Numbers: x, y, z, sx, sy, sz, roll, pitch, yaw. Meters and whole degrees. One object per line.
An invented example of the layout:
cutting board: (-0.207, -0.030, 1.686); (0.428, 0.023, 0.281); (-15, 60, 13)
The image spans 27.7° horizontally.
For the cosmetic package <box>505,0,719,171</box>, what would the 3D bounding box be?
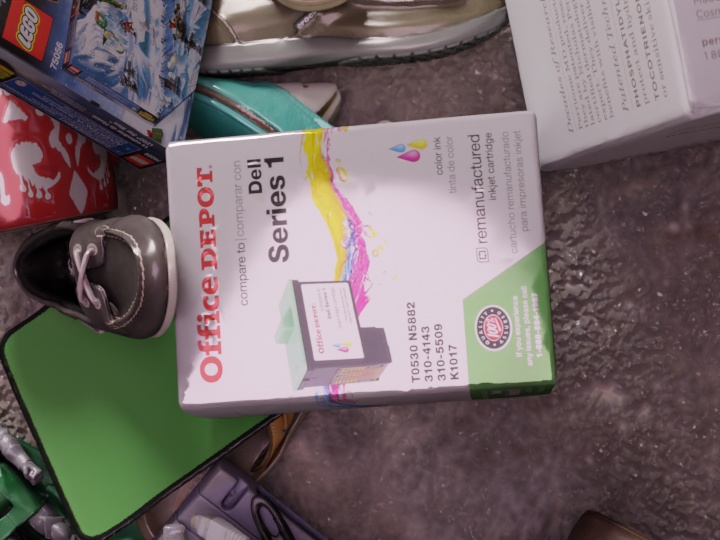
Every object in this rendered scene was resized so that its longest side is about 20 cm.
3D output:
cosmetic package: (0.185, -0.158, 0.762); (0.166, 0.200, 0.168); (-12, 89, -13)

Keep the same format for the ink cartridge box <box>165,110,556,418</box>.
ink cartridge box: (0.000, 0.000, 0.788); (0.198, 0.084, 0.146); (-4, 82, 4)

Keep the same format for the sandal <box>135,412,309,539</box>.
sandal: (-0.075, 0.084, 0.878); (0.080, 0.054, 0.201); (28, 88, 4)

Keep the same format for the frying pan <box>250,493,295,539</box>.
frying pan: (0.000, 0.219, 0.845); (0.114, 0.031, 0.192); (-5, 103, -5)

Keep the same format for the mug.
mug: (-0.193, -0.127, 0.854); (0.176, 0.133, 0.202); (-10, 93, 7)

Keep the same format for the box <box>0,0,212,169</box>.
box: (-0.142, -0.176, 0.812); (0.040, 0.137, 0.201); (-11, 61, 38)

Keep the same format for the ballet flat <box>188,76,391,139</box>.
ballet flat: (-0.016, -0.070, 0.876); (0.199, 0.067, 0.071); (35, 69, 4)

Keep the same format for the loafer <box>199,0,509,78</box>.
loafer: (-0.010, -0.156, 0.862); (0.198, 0.075, 0.070); (-4, 94, 5)

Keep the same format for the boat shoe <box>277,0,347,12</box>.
boat shoe: (-0.048, -0.243, 0.837); (0.071, 0.065, 0.201); (-15, 70, -9)

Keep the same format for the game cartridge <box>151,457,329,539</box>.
game cartridge: (-0.046, 0.221, 0.870); (0.200, 0.038, 0.130); (40, 99, -9)

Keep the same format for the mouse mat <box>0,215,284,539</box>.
mouse mat: (-0.115, 0.048, 0.872); (0.199, 0.008, 0.161); (-35, 60, 6)

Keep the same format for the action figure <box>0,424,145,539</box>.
action figure: (-0.221, 0.142, 0.892); (0.118, 0.055, 0.200); (-43, 90, -8)

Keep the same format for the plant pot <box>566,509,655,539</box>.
plant pot: (0.146, 0.253, 0.801); (0.199, 0.200, 0.199); (28, 84, 5)

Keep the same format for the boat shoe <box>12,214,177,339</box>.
boat shoe: (-0.149, 0.004, 0.806); (0.057, 0.200, 0.067); (-5, 93, -22)

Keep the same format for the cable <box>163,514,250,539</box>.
cable: (-0.060, 0.249, 0.774); (0.199, 0.069, 0.202); (15, 106, 38)
